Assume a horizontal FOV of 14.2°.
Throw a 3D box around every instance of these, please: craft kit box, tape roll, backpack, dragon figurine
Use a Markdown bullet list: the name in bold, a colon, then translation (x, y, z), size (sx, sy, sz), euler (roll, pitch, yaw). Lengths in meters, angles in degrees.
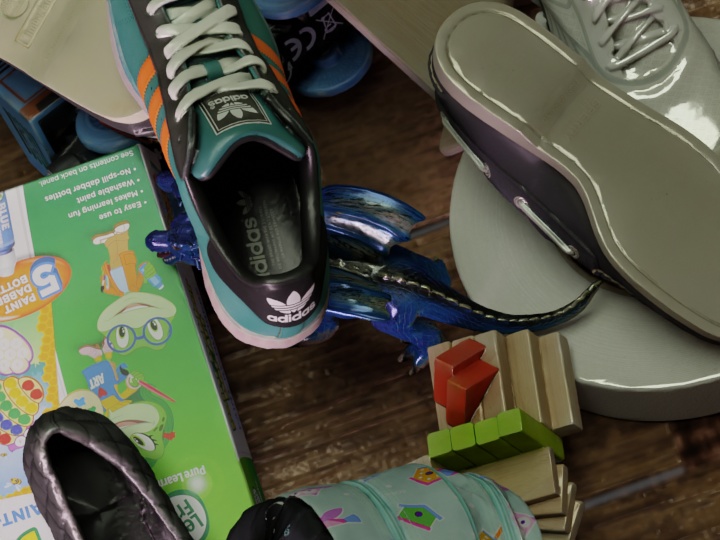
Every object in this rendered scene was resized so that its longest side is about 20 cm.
- **craft kit box**: translation (-0.161, 0.066, 1.335), size (0.200, 0.049, 0.198), euler (-19, 84, 4)
- **tape roll**: translation (0.142, -0.026, 1.347), size (0.203, 0.037, 0.203), euler (-7, 60, 12)
- **backpack**: translation (0.012, 0.179, 1.170), size (0.126, 0.167, 0.200), euler (-7, 97, -28)
- **dragon figurine**: translation (0.000, 0.000, 1.298), size (0.200, 0.099, 0.059), euler (12, 73, 21)

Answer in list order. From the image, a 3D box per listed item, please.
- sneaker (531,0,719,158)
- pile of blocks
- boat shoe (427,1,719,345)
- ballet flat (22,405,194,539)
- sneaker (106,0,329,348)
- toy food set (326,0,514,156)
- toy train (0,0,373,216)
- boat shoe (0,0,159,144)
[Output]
- **sneaker**: translation (0.111, -0.128, 1.329), size (0.075, 0.081, 0.200), euler (-29, 75, -2)
- **pile of blocks**: translation (0.043, 0.114, 1.260), size (0.082, 0.062, 0.200), euler (7, 75, 32)
- **boat shoe**: translation (0.109, -0.038, 1.305), size (0.200, 0.063, 0.073), euler (44, 68, 10)
- **ballet flat**: translation (-0.088, 0.148, 1.268), size (0.066, 0.057, 0.200), euler (-37, 87, 5)
- **sneaker**: translation (-0.056, -0.069, 1.239), size (0.071, 0.080, 0.200), euler (-18, 78, -12)
- **toy food set**: translation (0.005, -0.166, 1.371), size (0.060, 0.200, 0.144), euler (-5, 57, 41)
- **toy train**: translation (-0.085, -0.106, 1.423), size (0.200, 0.087, 0.114), euler (-39, 48, -11)
- **boat shoe**: translation (-0.145, -0.124, 1.356), size (0.201, 0.063, 0.074), euler (38, 94, 29)
